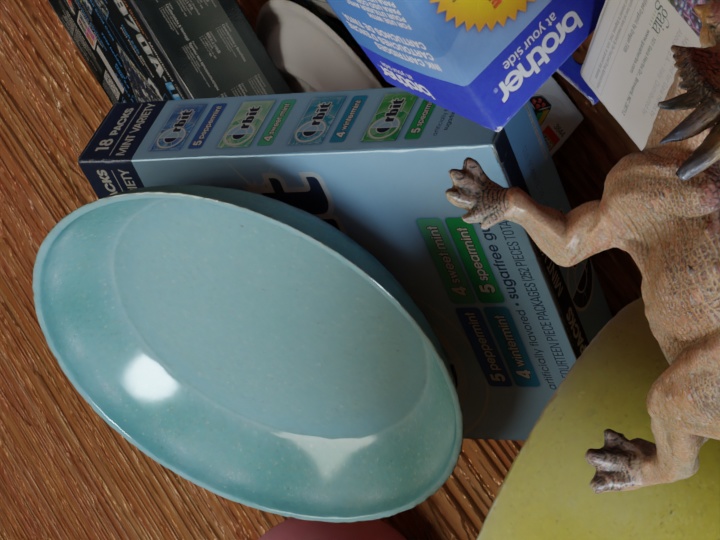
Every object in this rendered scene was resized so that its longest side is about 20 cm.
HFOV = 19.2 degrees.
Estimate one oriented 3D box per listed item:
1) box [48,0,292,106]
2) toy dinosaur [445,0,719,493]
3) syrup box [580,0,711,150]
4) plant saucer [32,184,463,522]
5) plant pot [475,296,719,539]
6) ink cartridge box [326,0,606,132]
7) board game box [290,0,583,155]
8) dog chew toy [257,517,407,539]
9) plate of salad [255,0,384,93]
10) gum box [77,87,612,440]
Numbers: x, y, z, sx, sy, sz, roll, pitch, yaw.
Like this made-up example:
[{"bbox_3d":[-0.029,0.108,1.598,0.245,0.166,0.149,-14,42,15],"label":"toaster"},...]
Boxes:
[{"bbox_3d":[-0.084,-0.088,1.052,0.200,0.046,0.159,58,164,5],"label":"box"},{"bbox_3d":[0.116,0.004,0.638,0.135,0.086,0.201,-9,107,56],"label":"toy dinosaur"},{"bbox_3d":[0.165,-0.031,0.695,0.200,0.079,0.082,55,151,26],"label":"syrup box"},{"bbox_3d":[-0.044,0.030,0.916,0.199,0.036,0.200,17,140,14],"label":"plant saucer"},{"bbox_3d":[0.130,0.130,0.799,0.142,0.200,0.201,26,138,20],"label":"plant pot"},{"bbox_3d":[0.040,-0.146,0.732,0.076,0.136,0.200,33,166,50],"label":"ink cartridge box"},{"bbox_3d":[-0.001,-0.128,0.924,0.200,0.035,0.126,39,176,45],"label":"board game box"},{"bbox_3d":[0.015,0.217,1.153,0.200,0.124,0.125,35,141,35],"label":"dog chew toy"},{"bbox_3d":[0.012,-0.043,1.011,0.200,0.048,0.200,52,163,24],"label":"plate of salad"},{"bbox_3d":[0.000,0.000,0.922,0.199,0.045,0.170,-1,133,29],"label":"gum box"}]
